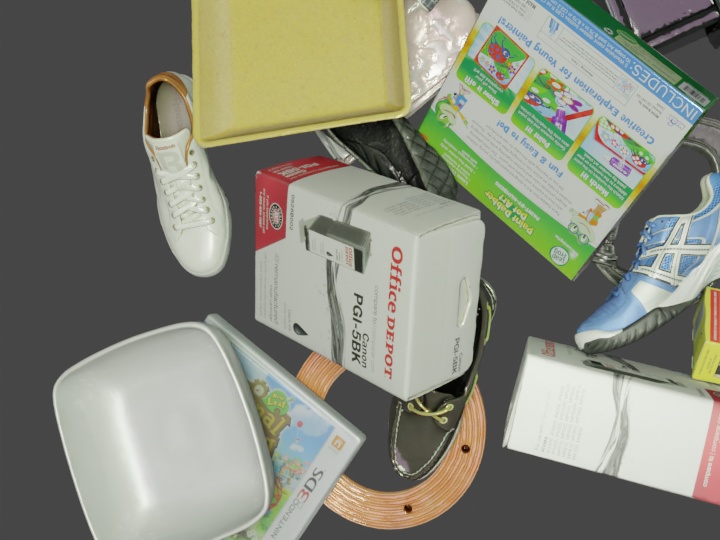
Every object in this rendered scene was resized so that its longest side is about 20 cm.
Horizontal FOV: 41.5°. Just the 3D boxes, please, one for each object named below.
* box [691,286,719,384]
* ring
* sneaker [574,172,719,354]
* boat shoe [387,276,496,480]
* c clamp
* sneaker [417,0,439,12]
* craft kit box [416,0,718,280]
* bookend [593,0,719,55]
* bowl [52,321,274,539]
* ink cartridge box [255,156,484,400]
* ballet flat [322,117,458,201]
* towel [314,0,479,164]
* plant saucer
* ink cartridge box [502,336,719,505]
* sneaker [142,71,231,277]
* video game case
[{"bbox_3d":[0.390,0.073,0.816,0.196,0.076,0.051,12,135,12],"label":"box"},{"bbox_3d":[0.025,0.149,0.926,0.196,0.019,0.205,1,94,12],"label":"ring"},{"bbox_3d":[0.262,-0.002,0.827,0.199,0.076,0.077,-39,85,0],"label":"sneaker"},{"bbox_3d":[0.069,0.102,0.874,0.071,0.061,0.205,19,96,9],"label":"boat shoe"},{"bbox_3d":[0.261,-0.071,0.866,0.168,0.027,0.204,8,95,4],"label":"c clamp"},{"bbox_3d":[-0.006,-0.289,0.806,0.198,0.076,0.082,28,102,23],"label":"sneaker"},{"bbox_3d":[0.163,-0.126,0.812,0.200,0.048,0.199,42,130,13],"label":"craft kit box"},{"bbox_3d":[0.201,-0.255,0.832,0.197,0.092,0.202,-22,89,13],"label":"bookend"},{"bbox_3d":[-0.178,0.159,0.909,0.197,0.075,0.203,-20,87,18],"label":"bowl"},{"bbox_3d":[0.000,0.000,0.820,0.198,0.082,0.149,23,120,41],"label":"ink cartridge box"},{"bbox_3d":[0.013,-0.124,0.862,0.200,0.057,0.067,43,106,13],"label":"ballet flat"},{"bbox_3d":[-0.004,-0.235,0.905,0.190,0.032,0.201,-38,86,10],"label":"towel"},{"bbox_3d":[-0.052,-0.210,0.856,0.196,0.048,0.204,-7,75,13],"label":"plant saucer"},{"bbox_3d":[0.229,0.125,0.818,0.196,0.147,0.084,13,95,9],"label":"ink cartridge box"},{"bbox_3d":[-0.178,-0.091,0.921,0.071,0.085,0.204,-11,92,10],"label":"sneaker"},{"bbox_3d":[-0.120,0.176,0.941,0.199,0.022,0.183,37,102,13],"label":"video game case"}]
